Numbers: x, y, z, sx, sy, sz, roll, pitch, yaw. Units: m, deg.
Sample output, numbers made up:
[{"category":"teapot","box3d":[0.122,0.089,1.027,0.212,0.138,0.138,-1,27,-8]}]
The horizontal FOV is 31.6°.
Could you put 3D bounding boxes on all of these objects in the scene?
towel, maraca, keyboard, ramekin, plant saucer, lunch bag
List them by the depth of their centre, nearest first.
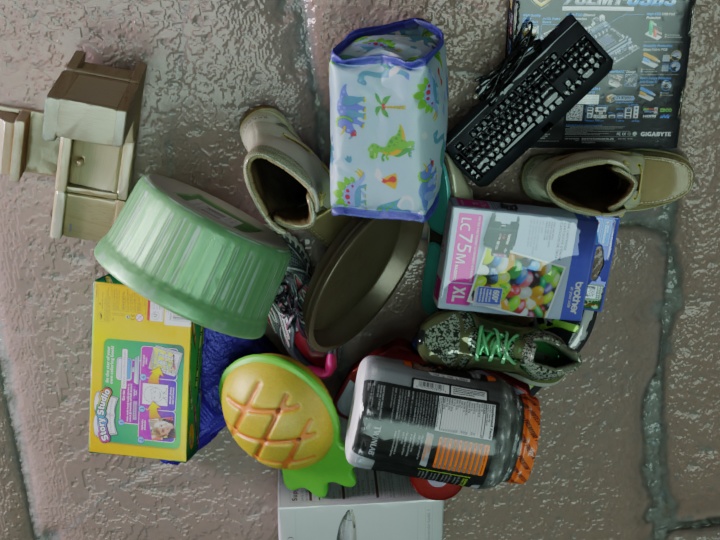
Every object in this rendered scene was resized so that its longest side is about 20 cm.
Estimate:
[{"category":"lunch bag","box3d":[0.036,-0.162,1.323,0.126,0.200,0.172,7,113,15]},{"category":"ramekin","box3d":[-0.169,-0.019,1.335,0.198,0.200,0.098,26,98,-14]},{"category":"keyboard","box3d":[0.171,-0.181,1.360,0.104,0.040,0.200,41,105,-18]},{"category":"plant saucer","box3d":[0.000,0.000,1.408,0.029,0.199,0.202,34,110,20]},{"category":"maraca","box3d":[-0.080,0.177,1.448,0.136,0.107,0.201,-23,111,34]},{"category":"towel","box3d":[-0.194,0.134,1.509,0.199,0.050,0.148,-37,111,11]}]

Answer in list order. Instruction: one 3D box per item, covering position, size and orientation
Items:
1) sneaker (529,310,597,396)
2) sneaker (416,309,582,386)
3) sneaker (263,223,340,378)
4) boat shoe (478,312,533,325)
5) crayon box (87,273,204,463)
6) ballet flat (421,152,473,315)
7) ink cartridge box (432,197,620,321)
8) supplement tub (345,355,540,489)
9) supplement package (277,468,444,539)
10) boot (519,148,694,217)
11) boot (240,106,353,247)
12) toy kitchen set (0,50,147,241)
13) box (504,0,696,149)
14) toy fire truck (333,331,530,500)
[{"category":"sneaker","box3d":[0.198,0.088,1.506,0.082,0.072,0.201,34,107,-15]},{"category":"sneaker","box3d":[0.159,0.082,1.406,0.198,0.088,0.078,8,81,-20]},{"category":"sneaker","box3d":[-0.078,0.033,1.461,0.080,0.075,0.201,-31,111,9]},{"category":"boat shoe","box3d":[0.178,0.015,1.479,0.200,0.065,0.072,-46,128,12]},{"category":"crayon box","box3d":[-0.244,0.111,1.453,0.117,0.058,0.203,5,98,7]},{"category":"ballet flat","box3d":[0.107,-0.042,1.456,0.068,0.070,0.202,2,115,-5]},{"category":"ink cartridge box","box3d":[0.187,-0.010,1.410,0.197,0.042,0.121,5,109,-9]},{"category":"supplement tub","box3d":[0.088,0.167,1.384,0.197,0.123,0.124,11,112,-4]},{"category":"supplement package","box3d":[-0.002,0.299,1.555,0.197,0.118,0.118,-3,115,-3]},{"category":"boot","box3d":[0.284,-0.095,1.386,0.197,0.155,0.073,0,97,-4]},{"category":"boot","box3d":[-0.057,-0.072,1.366,0.072,0.155,0.200,-36,112,11]},{"category":"toy kitchen set","box3d":[-0.323,-0.112,1.326,0.161,0.181,0.202,9,113,-7]},{"category":"box","box3d":[0.257,-0.234,1.386,0.197,0.050,0.201,-1,112,-3]},{"category":"toy fire truck","box3d":[0.079,0.154,1.489,0.198,0.112,0.169,28,112,-6]}]
